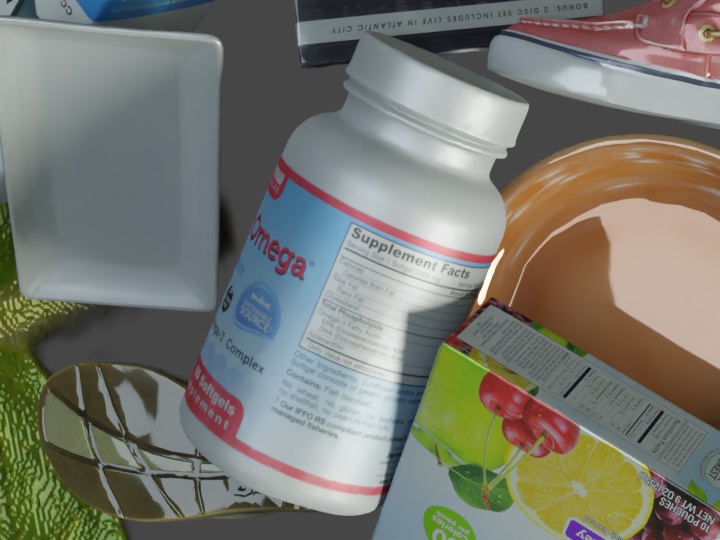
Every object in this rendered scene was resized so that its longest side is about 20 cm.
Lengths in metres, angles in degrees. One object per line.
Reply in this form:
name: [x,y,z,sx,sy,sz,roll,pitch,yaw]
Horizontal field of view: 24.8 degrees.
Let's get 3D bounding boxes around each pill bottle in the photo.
pill bottle: [0.000,0.000,0.748,0.108,0.108,0.202,27,102,21]

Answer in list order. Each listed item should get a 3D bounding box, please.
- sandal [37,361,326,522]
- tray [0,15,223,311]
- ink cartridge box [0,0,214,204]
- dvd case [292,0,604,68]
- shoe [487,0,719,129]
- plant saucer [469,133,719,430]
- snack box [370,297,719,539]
sandal: [-0.072,0.090,0.853,0.197,0.054,0.081,1,88,10]
tray: [-0.120,-0.051,0.805,0.106,0.201,0.022,5,51,-2]
ink cartridge box: [-0.160,-0.152,0.826,0.147,0.085,0.200,55,133,13]
dvd case: [0.034,-0.203,0.777,0.147,0.016,0.203,-6,88,-3]
shoe: [0.159,-0.111,0.727,0.198,0.071,0.092,13,95,16]
plant saucer: [0.131,0.039,0.762,0.198,0.037,0.203,1,93,24]
snack box: [0.078,0.133,0.740,0.141,0.053,0.202,32,127,19]
